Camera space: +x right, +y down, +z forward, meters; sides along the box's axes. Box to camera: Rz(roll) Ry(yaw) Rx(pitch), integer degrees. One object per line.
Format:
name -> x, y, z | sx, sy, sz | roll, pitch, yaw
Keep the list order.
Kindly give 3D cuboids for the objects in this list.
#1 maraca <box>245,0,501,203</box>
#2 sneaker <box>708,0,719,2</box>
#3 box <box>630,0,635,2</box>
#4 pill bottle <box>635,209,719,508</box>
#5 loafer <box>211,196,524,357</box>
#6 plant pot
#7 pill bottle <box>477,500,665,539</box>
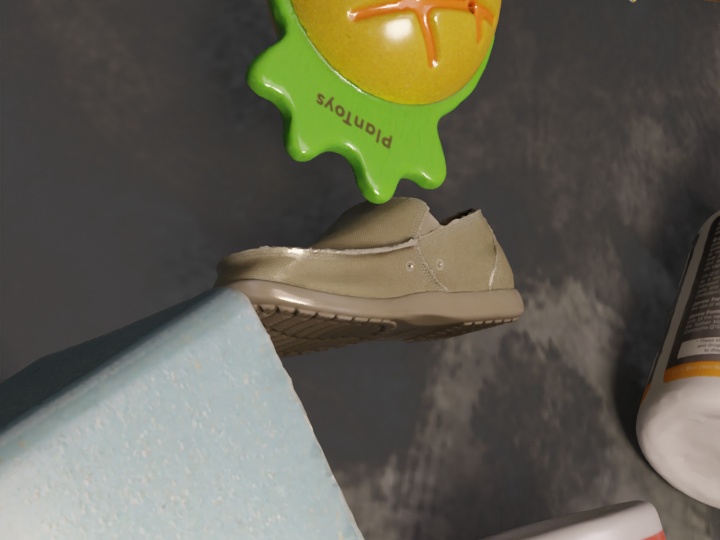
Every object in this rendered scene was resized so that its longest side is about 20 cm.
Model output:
maraca -> 0.008, -0.127, 0.850 | 0.137, 0.107, 0.201 | 26, 58, -21
sneaker -> 0.201, -0.237, 1.080 | 0.199, 0.071, 0.113 | 1, 79, -48
box -> 0.096, -0.284, 0.923 | 0.200, 0.122, 0.193 | 30, 28, -31
pill bottle -> 0.237, 0.031, 0.991 | 0.116, 0.116, 0.201 | 41, 53, -23
loafer -> 0.000, 0.000, 0.830 | 0.199, 0.075, 0.069 | 2, 73, -50
plant pot -> -0.120, 0.149, 0.601 | 0.200, 0.196, 0.197 | -29, 95, -33
pill bottle -> 0.114, 0.220, 0.823 | 0.111, 0.111, 0.201 | -8, 82, -42
